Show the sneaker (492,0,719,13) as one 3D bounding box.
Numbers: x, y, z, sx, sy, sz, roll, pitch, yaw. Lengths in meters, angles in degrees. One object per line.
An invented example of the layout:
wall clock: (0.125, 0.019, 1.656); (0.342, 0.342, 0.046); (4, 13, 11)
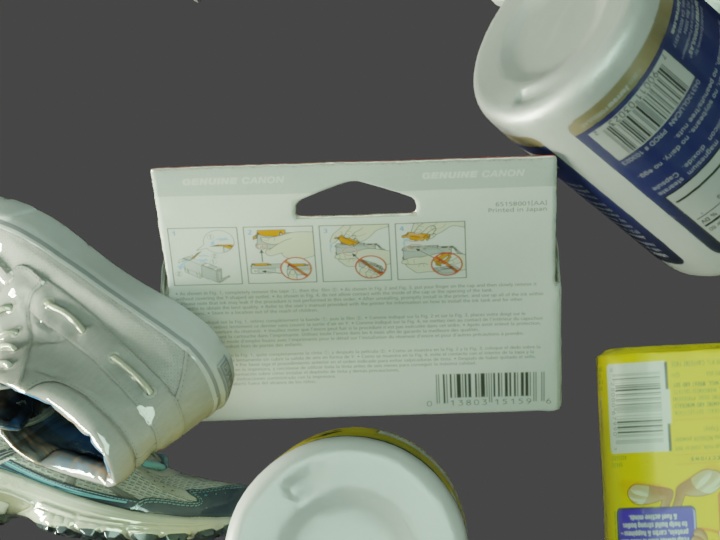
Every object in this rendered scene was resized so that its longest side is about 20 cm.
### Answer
sneaker: (0.169, -0.139, 1.393); (0.199, 0.074, 0.080); (-13, 104, 5)

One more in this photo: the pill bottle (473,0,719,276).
pill bottle: (0.159, -0.067, 1.328); (0.200, 0.111, 0.111); (37, 89, -31)

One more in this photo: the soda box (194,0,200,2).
soda box: (-0.040, -0.235, 1.398); (0.200, 0.063, 0.070); (-44, 87, 0)

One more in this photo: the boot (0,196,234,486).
boot: (-0.164, 0.034, 1.344); (0.200, 0.074, 0.096); (26, 50, 32)

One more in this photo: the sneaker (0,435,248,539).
sneaker: (-0.151, 0.092, 1.385); (0.199, 0.078, 0.087); (9, 84, 2)

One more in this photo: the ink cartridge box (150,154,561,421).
ink cartridge box: (0.000, 0.000, 1.345); (0.199, 0.044, 0.174); (-2, 132, 2)

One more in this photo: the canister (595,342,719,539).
canister: (0.193, 0.137, 1.366); (0.148, 0.087, 0.201); (-2, 87, 2)

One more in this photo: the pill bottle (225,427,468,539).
pill bottle: (-0.004, 0.134, 1.315); (0.114, 0.200, 0.115); (0, 88, 1)
